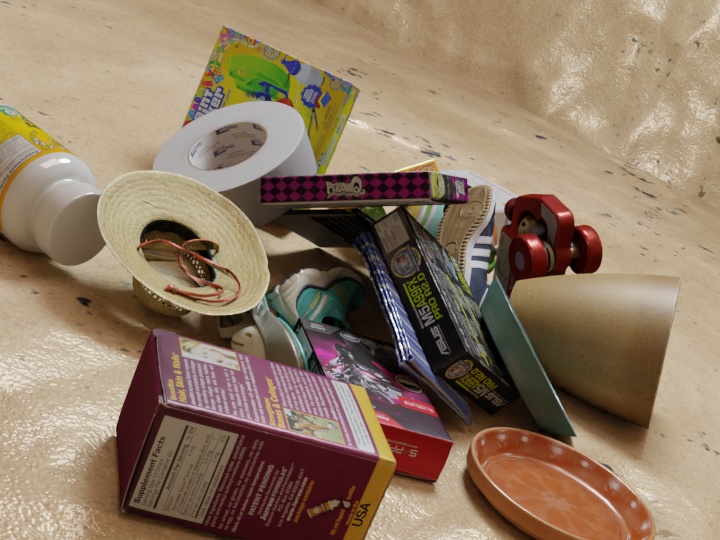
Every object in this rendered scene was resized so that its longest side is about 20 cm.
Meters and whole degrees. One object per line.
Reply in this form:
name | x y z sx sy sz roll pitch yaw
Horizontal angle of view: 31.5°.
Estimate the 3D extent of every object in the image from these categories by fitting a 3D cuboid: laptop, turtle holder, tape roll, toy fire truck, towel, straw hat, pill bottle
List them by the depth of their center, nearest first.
straw hat | -0.195 -0.003 1.316 0.199 0.085 0.202 21 38 -17
pill bottle | -0.350 -0.089 1.344 0.199 0.114 0.112 35 21 33
towel | 0.055 0.061 1.375 0.145 0.024 0.201 45 19 -43
tape roll | -0.156 -0.129 1.588 0.197 0.067 0.201 -12 37 9
laptop | 0.000 0.000 1.593 0.197 0.118 0.187 0 -12 21
toy fire truck | 0.232 -0.014 1.722 0.111 0.202 0.168 -10 34 -22
turtle holder | 0.097 -0.054 1.741 0.183 0.134 0.141 12 22 17

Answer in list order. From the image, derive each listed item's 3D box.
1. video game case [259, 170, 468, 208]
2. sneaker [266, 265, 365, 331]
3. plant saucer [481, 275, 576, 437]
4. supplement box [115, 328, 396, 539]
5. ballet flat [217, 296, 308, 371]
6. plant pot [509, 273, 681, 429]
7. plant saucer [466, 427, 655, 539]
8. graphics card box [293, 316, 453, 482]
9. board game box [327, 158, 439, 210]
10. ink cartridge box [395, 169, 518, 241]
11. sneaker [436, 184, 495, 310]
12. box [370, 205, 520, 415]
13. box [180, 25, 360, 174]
video game case | 0.008 -0.091 1.453 0.197 0.036 0.181 -1 1 19
sneaker | -0.044 0.046 1.434 0.080 0.077 0.200 62 20 8
plant saucer | 0.183 0.103 1.438 0.202 0.036 0.200 62 6 -10
supplement box | -0.088 0.142 1.029 0.198 0.104 0.131 18 19 -18
ballet flat | -0.109 0.067 1.306 0.063 0.068 0.200 -13 29 -15
plant pot | 0.280 0.080 1.576 0.197 0.189 0.186 12 15 15
plant saucer | 0.195 0.224 1.260 0.198 0.033 0.201 20 19 -7
graphics card box | 0.004 0.125 1.272 0.124 0.051 0.200 17 18 -22
board game box | 0.022 -0.106 1.777 0.095 0.030 0.199 -19 -1 -29
ink cartridge box | 0.168 -0.095 2.033 0.147 0.087 0.199 32 19 27
sneaker | 0.147 -0.006 1.639 0.069 0.202 0.109 -8 -43 36
box | 0.094 0.045 1.408 0.160 0.044 0.202 40 23 -55
box | -0.130 -0.197 1.743 0.191 0.202 0.122 24 6 5
